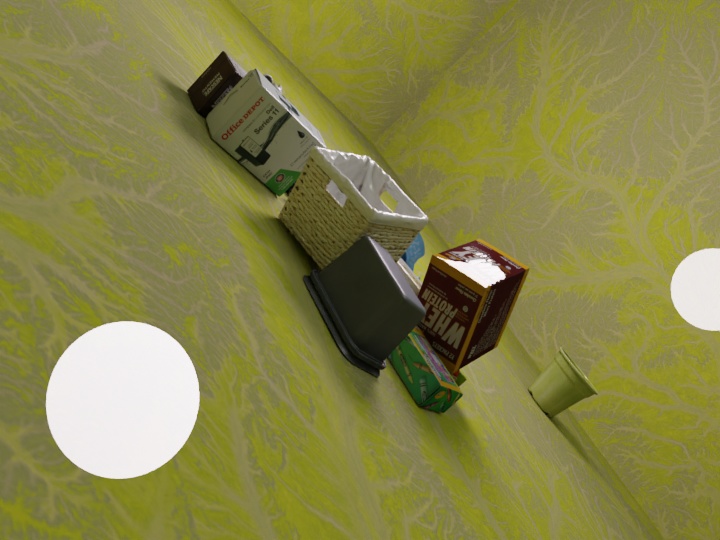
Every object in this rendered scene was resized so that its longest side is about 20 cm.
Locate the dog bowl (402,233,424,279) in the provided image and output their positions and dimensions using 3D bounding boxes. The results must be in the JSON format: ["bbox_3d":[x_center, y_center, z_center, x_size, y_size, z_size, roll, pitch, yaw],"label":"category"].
[{"bbox_3d":[0.094,-0.032,1.749,0.111,0.049,0.203,43,-31,29],"label":"dog bowl"}]

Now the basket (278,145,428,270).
[{"bbox_3d":[-0.014,-0.103,1.388,0.199,0.162,0.198,48,26,26],"label":"basket"}]

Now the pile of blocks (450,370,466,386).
[{"bbox_3d":[0.190,0.225,1.519,0.083,0.062,0.200,50,12,5],"label":"pile of blocks"}]

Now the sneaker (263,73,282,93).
[{"bbox_3d":[-0.237,-0.413,1.708,0.074,0.094,0.198,0,22,-44],"label":"sneaker"}]

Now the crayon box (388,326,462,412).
[{"bbox_3d":[0.101,0.164,1.383,0.202,0.058,0.118,57,14,29],"label":"crayon box"}]

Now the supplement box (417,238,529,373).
[{"bbox_3d":[0.216,0.067,1.502,0.131,0.202,0.198,32,29,28],"label":"supplement box"}]

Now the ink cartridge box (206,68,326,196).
[{"bbox_3d":[-0.184,-0.268,1.447,0.199,0.146,0.084,39,16,-38],"label":"ink cartridge box"}]

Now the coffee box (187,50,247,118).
[{"bbox_3d":[-0.244,-0.336,1.513,0.199,0.113,0.081,33,18,-51],"label":"coffee box"}]

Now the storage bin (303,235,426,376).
[{"bbox_3d":[0.019,0.052,1.234,0.145,0.134,0.202,35,19,-49],"label":"storage bin"}]

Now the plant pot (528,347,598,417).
[{"bbox_3d":[0.694,0.406,2.569,0.201,0.184,0.201,47,11,-12],"label":"plant pot"}]

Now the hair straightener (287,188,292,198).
[{"bbox_3d":[-0.081,-0.099,1.560,0.200,0.041,0.077,44,12,-27],"label":"hair straightener"}]

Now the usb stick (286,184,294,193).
[{"bbox_3d":[-0.108,-0.157,1.665,0.056,0.033,0.199,55,13,31],"label":"usb stick"}]

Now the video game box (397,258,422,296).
[{"bbox_3d":[0.081,0.002,1.592,0.201,0.047,0.182,52,5,23],"label":"video game box"}]
